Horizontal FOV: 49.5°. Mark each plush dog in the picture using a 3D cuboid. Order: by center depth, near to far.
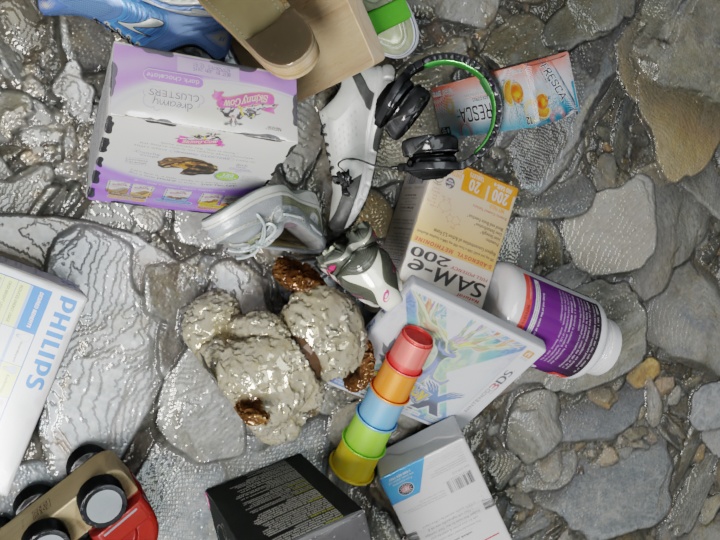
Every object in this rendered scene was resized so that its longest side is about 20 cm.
[{"bbox_3d":[-0.072,0.086,0.838,0.171,0.160,0.201,-38,106,-13],"label":"plush dog"}]

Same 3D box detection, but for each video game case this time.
[{"bbox_3d":[0.088,0.109,0.928,0.198,0.022,0.183,26,124,-22],"label":"video game case"}]

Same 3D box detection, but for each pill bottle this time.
[{"bbox_3d":[0.235,0.070,0.998,0.198,0.112,0.114,21,86,-23],"label":"pill bottle"}]

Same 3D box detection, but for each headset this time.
[{"bbox_3d":[0.057,-0.147,0.831,0.198,0.094,0.125,-32,91,8],"label":"headset"}]

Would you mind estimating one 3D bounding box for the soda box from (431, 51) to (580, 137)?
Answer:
[{"bbox_3d":[0.160,-0.196,0.896,0.063,0.199,0.069,-19,103,-21],"label":"soda box"}]

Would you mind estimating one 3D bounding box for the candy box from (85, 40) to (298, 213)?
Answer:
[{"bbox_3d":[-0.168,-0.125,0.755,0.165,0.200,0.073,6,72,-23],"label":"candy box"}]

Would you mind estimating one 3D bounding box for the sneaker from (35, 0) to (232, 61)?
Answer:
[{"bbox_3d":[-0.224,-0.248,0.789,0.197,0.079,0.091,6,106,-10],"label":"sneaker"}]

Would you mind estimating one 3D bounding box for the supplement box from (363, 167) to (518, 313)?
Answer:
[{"bbox_3d":[0.099,-0.026,0.952,0.125,0.073,0.203,18,87,-23],"label":"supplement box"}]

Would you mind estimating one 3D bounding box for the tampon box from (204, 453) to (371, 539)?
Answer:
[{"bbox_3d":[-0.071,0.312,0.838,0.125,0.199,0.152,-17,100,-21],"label":"tampon box"}]

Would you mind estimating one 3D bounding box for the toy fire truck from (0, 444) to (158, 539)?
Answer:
[{"bbox_3d":[-0.273,0.316,0.804,0.175,0.128,0.202,-37,119,-17],"label":"toy fire truck"}]

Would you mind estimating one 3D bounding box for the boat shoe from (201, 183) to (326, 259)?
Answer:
[{"bbox_3d":[-0.091,-0.045,0.814,0.074,0.202,0.066,-26,84,19],"label":"boat shoe"}]

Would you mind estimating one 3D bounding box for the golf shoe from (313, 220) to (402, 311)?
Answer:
[{"bbox_3d":[0.000,0.000,0.845,0.077,0.200,0.088,-39,94,3],"label":"golf shoe"}]

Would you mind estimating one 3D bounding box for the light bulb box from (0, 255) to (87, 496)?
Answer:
[{"bbox_3d":[-0.387,0.074,0.722,0.198,0.124,0.201,24,84,-24],"label":"light bulb box"}]

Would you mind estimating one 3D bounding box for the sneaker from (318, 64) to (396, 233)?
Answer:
[{"bbox_3d":[-0.017,-0.144,0.904,0.079,0.074,0.203,12,85,-9],"label":"sneaker"}]

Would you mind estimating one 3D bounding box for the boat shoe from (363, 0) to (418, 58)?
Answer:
[{"bbox_3d":[-0.011,-0.317,0.877,0.072,0.062,0.200,-40,105,20],"label":"boat shoe"}]

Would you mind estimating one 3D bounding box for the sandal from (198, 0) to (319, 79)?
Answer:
[{"bbox_3d":[-0.098,-0.240,0.745,0.077,0.213,0.070,-33,151,-2],"label":"sandal"}]

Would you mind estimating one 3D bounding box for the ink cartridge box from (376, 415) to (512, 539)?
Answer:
[{"bbox_3d":[0.109,0.300,0.972,0.115,0.067,0.202,-25,105,0],"label":"ink cartridge box"}]

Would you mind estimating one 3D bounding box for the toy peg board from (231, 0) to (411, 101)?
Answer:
[{"bbox_3d":[-0.058,-0.294,0.809,0.097,0.199,0.201,-36,107,-35],"label":"toy peg board"}]

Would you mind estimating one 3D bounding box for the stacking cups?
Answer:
[{"bbox_3d":[0.023,0.154,0.894,0.060,0.061,0.202,10,119,-23],"label":"stacking cups"}]
